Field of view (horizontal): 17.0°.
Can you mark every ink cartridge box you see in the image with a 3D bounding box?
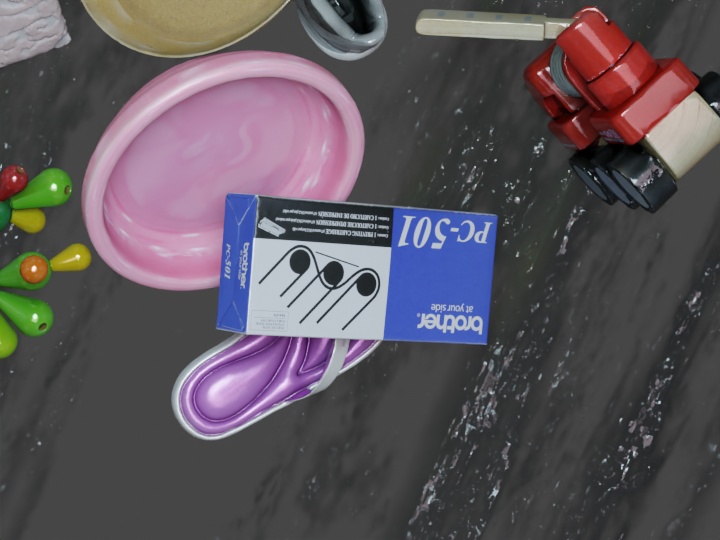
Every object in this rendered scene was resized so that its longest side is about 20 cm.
[{"bbox_3d":[0.000,0.000,1.658,0.200,0.044,0.094,3,92,-34],"label":"ink cartridge box"}]

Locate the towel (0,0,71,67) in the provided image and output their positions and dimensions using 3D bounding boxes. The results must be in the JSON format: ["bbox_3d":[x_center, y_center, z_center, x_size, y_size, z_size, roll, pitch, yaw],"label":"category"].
[{"bbox_3d":[-0.296,-0.168,1.575,0.200,0.191,0.032,-17,69,-6],"label":"towel"}]

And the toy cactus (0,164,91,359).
[{"bbox_3d":[-0.285,0.000,1.640,0.165,0.102,0.200,34,98,0],"label":"toy cactus"}]

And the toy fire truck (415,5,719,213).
[{"bbox_3d":[0.141,-0.135,1.642,0.129,0.176,0.200,-43,99,-3],"label":"toy fire truck"}]

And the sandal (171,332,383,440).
[{"bbox_3d":[-0.041,0.052,1.693,0.203,0.050,0.082,-41,100,-4],"label":"sandal"}]

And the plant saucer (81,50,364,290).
[{"bbox_3d":[-0.097,-0.074,1.631,0.200,0.051,0.201,-17,138,-16],"label":"plant saucer"}]

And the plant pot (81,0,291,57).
[{"bbox_3d":[-0.104,-0.235,1.613,0.200,0.027,0.200,-6,75,24],"label":"plant pot"}]

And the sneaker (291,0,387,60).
[{"bbox_3d":[-0.040,-0.232,1.637,0.075,0.115,0.200,-39,99,-4],"label":"sneaker"}]
